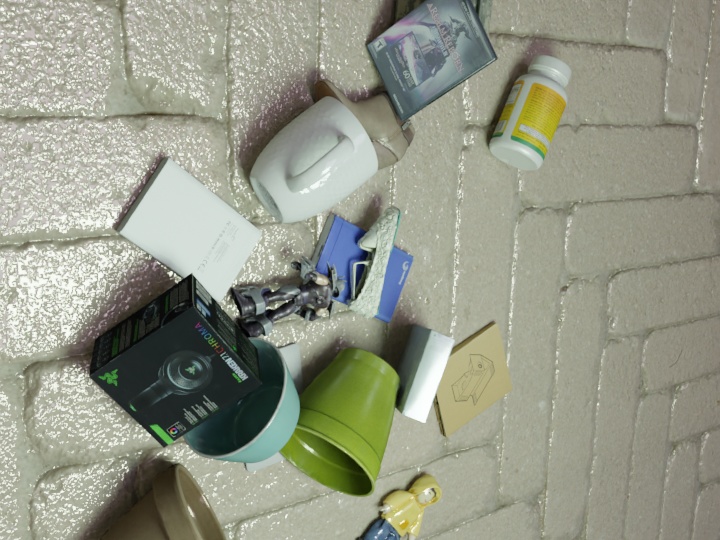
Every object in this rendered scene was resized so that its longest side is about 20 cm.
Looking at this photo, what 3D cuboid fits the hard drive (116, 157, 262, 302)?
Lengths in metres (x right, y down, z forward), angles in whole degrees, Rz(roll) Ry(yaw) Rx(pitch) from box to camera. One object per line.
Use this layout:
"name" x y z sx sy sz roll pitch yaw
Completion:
"hard drive" -0.259 -0.060 1.222 0.199 0.026 0.133 40 76 -35

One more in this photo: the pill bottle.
"pill bottle" 0.338 -0.310 1.552 0.112 0.112 0.203 27 83 -36

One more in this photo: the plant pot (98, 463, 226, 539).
"plant pot" -0.307 0.428 1.205 0.173 0.200 0.203 -30 117 -8

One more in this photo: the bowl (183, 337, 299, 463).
"bowl" -0.174 0.219 1.247 0.202 0.199 0.105 -55 136 -13

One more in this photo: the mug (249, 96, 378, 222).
"mug" -0.073 -0.163 1.231 0.174 0.199 0.149 -38 104 -15

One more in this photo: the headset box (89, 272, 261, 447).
"headset box" -0.275 0.138 1.170 0.198 0.093 0.175 -32 121 6

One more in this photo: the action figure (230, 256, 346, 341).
"action figure" -0.110 0.043 1.315 0.197 0.069 0.132 -17 125 -22

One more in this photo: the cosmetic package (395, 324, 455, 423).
"cosmetic package" 0.105 0.181 1.435 0.051 0.200 0.153 22 87 -5

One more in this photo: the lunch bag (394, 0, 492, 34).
"lunch bag" 0.161 -0.457 1.383 0.166 0.138 0.205 -2 100 -47

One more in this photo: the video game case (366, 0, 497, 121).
"video game case" 0.114 -0.360 1.305 0.019 0.198 0.145 -22 85 -53

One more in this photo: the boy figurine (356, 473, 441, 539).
"boy figurine" 0.086 0.492 1.567 0.199 0.064 0.126 -41 118 -19

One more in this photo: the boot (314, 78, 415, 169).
"boot" 0.015 -0.268 1.360 0.146 0.070 0.202 -44 123 -28

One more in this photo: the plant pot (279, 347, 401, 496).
"plant pot" -0.023 0.248 1.365 0.202 0.198 0.194 54 51 -31

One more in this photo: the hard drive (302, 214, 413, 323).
"hard drive" 0.000 0.000 1.423 0.198 0.025 0.134 25 84 -37

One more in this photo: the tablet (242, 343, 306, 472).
"tablet" -0.151 0.237 1.371 0.128 0.014 0.205 -15 108 -34

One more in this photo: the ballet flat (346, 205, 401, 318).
"ballet flat" 0.020 -0.018 1.381 0.071 0.071 0.204 12 92 -37

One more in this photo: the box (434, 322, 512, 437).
"box" 0.227 0.224 1.639 0.198 0.021 0.166 -28 115 -28
